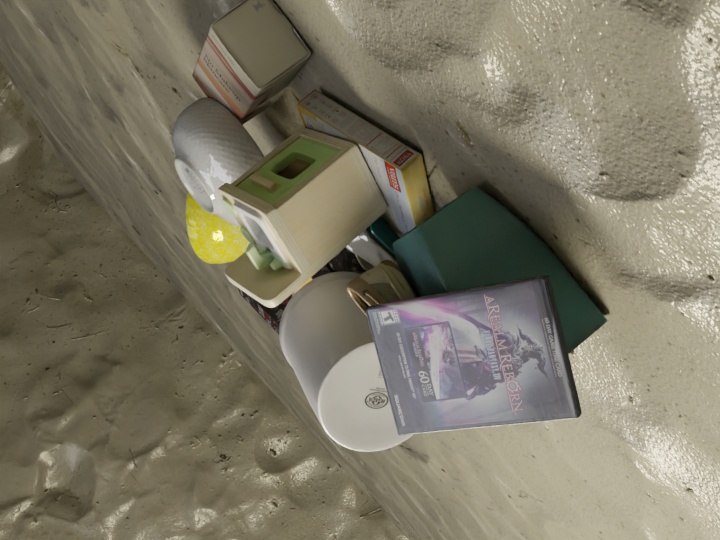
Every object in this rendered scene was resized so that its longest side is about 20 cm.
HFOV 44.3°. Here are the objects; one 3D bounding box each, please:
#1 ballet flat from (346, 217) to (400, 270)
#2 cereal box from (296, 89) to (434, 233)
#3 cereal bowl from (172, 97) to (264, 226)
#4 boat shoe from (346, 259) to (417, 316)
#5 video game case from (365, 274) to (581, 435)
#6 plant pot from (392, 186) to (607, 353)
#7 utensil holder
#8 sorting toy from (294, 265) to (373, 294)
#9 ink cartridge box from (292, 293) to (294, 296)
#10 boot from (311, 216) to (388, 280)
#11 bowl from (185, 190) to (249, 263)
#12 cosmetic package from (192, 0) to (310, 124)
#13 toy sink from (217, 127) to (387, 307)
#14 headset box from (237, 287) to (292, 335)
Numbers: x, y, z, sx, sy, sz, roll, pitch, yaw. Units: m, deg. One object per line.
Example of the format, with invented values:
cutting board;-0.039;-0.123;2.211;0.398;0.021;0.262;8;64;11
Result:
ballet flat;0.051;-0.003;1.194;0.200;0.070;0.069;42;169;-29
cereal box;0.010;-0.132;1.129;0.200;0.040;0.144;37;160;34
cereal bowl;-0.205;-0.141;1.262;0.200;0.083;0.200;45;160;21
boat shoe;0.056;0.086;0.977;0.201;0.065;0.072;58;163;8
video game case;0.111;0.090;0.898;0.199;0.019;0.144;-11;97;30
plant pot;0.136;0.020;0.978;0.200;0.141;0.141;55;163;-2
utensil holder;-0.005;0.117;1.154;0.170;0.170;0.200;59;178;-28
sorting toy;-0.067;-0.049;1.326;0.199;0.036;0.186;-10;111;39
ink cartridge box;-0.071;-0.013;1.481;0.200;0.075;0.165;19;134;60
boot;0.000;0.000;1.264;0.199;0.069;0.175;-20;110;36
bowl;-0.212;-0.107;1.561;0.107;0.201;0.201;6;144;21
cosmetic package;-0.148;-0.269;1.157;0.104;0.087;0.200;52;163;-5
toy sink;-0.092;-0.073;1.099;0.130;0.200;0.112;28;154;51
headset box;-0.111;0.051;1.635;0.200;0.149;0.075;43;164;20
